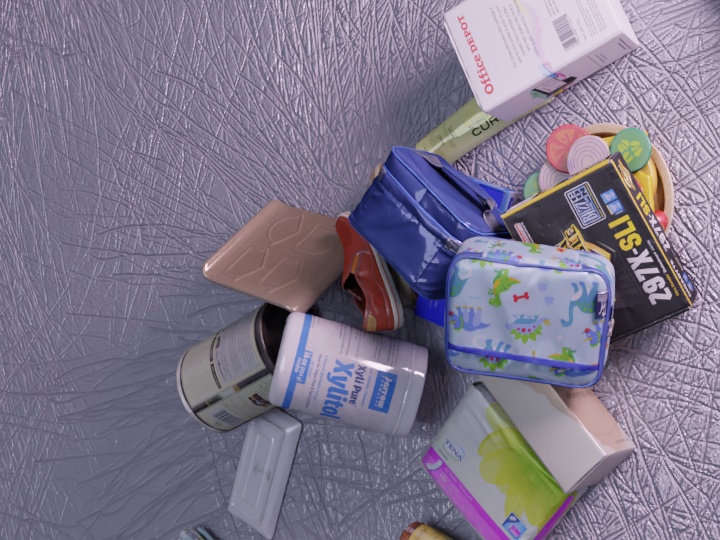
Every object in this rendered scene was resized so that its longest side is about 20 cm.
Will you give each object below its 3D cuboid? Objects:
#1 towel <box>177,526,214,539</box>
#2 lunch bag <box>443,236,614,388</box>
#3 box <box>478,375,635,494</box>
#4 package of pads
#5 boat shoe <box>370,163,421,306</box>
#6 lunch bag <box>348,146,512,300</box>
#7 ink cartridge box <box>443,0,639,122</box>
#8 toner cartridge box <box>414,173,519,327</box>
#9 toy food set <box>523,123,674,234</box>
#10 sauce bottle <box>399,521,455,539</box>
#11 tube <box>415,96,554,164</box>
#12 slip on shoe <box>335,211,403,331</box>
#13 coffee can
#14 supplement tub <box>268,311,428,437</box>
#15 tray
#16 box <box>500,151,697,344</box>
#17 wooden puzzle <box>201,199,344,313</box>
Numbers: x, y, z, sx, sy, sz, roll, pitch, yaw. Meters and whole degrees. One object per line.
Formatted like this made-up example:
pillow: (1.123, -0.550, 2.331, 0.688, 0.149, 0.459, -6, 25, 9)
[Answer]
towel: (-0.243, 0.537, 1.857, 0.199, 0.048, 0.173, 34, 114, 34)
lunch bag: (0.198, 0.053, 1.348, 0.197, 0.083, 0.163, 9, 112, 13)
box: (0.241, 0.171, 1.431, 0.078, 0.094, 0.201, -50, 63, 27)
package of pads: (0.184, 0.261, 1.492, 0.200, 0.068, 0.155, 47, 118, 28)
boat shoe: (0.040, -0.048, 1.606, 0.064, 0.071, 0.203, -18, 81, 36)
lunch bag: (0.100, -0.064, 1.460, 0.200, 0.135, 0.133, 45, 117, 26)
ink cartridge box: (0.223, -0.300, 1.429, 0.198, 0.084, 0.147, -28, 73, 24)
toner cartridge box: (0.142, -0.021, 1.541, 0.094, 0.043, 0.203, 22, 104, 35)
toy food set: (0.292, -0.086, 1.416, 0.198, 0.048, 0.201, -8, 85, 39)
sauce bottle: (0.140, 0.406, 1.533, 0.198, 0.066, 0.067, 24, 105, 35)
tube: (0.161, -0.205, 1.524, 0.199, 0.052, 0.058, -34, 114, 28)
slip on shoe: (0.000, 0.000, 1.579, 0.075, 0.060, 0.202, 95, 157, -55)
coffee can: (-0.162, 0.143, 1.723, 0.199, 0.145, 0.148, -29, 73, 35)
supplement tub: (-0.018, 0.142, 1.557, 0.197, 0.132, 0.134, 14, 102, -3)
tray: (-0.158, 0.312, 1.800, 0.107, 0.022, 0.203, 24, 105, 36)
box: (0.285, -0.018, 1.366, 0.159, 0.049, 0.202, -27, 96, 31)
wooden puzzle: (-0.106, -0.015, 1.684, 0.198, 0.185, 0.047, 20, 142, 35)
